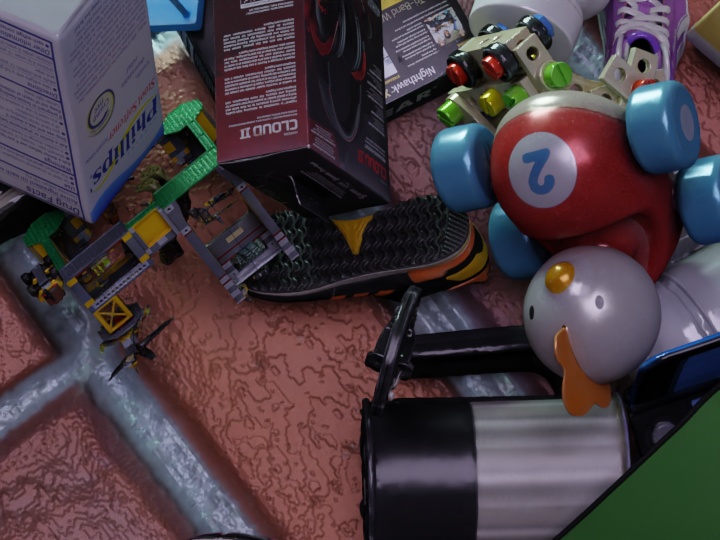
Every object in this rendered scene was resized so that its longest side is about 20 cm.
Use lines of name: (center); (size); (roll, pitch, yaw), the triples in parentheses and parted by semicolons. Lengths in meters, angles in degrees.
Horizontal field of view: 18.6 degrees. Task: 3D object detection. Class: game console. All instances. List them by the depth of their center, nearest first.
game console: (0.291, 0.094, 1.502); (0.199, 0.118, 0.172); (-19, 104, -3)

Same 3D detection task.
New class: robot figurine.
robot figurine: (0.272, 0.035, 1.612); (0.199, 0.113, 0.170); (-30, 63, -9)

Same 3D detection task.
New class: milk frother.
milk frother: (0.094, 0.108, 1.542); (0.187, 0.200, 0.182); (-2, 77, -2)

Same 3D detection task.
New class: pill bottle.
pill bottle: (0.150, -0.259, 1.676); (0.111, 0.112, 0.201); (19, 66, 3)

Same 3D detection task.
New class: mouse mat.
mouse mat: (0.243, 0.155, 1.525); (0.200, 0.161, 0.008); (-47, 40, 22)

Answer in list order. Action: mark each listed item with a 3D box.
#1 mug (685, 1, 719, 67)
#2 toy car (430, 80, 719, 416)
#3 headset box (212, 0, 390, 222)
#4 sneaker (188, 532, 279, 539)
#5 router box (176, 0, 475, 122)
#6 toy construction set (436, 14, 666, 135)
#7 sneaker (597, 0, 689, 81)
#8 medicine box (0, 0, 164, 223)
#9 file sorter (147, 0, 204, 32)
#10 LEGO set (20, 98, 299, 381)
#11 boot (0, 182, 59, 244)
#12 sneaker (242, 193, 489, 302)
mug: (0.342, -0.166, 1.646); (0.153, 0.187, 0.149); (49, 122, 2)
toy car: (0.152, -0.001, 1.505); (0.184, 0.177, 0.201); (-11, 53, 29)
headset box: (-0.041, -0.135, 1.569); (0.075, 0.149, 0.201); (-9, 72, 22)
sneaker: (-0.041, 0.244, 1.569); (0.199, 0.080, 0.087); (16, 86, 8)
router box: (-0.026, -0.181, 1.693); (0.199, 0.052, 0.158); (-27, 78, -8)
toy construction set: (0.131, -0.121, 1.599); (0.092, 0.200, 0.131); (-44, 106, -31)
sneaker: (0.218, -0.183, 1.670); (0.072, 0.114, 0.202); (5, 74, 1)
medicine box: (-0.245, -0.158, 1.536); (0.181, 0.200, 0.103); (24, 57, 18)
file sorter: (-0.225, -0.264, 1.646); (0.199, 0.123, 0.140); (-1, 72, 17)
LEGO set: (-0.139, -0.016, 1.611); (0.200, 0.154, 0.116); (-43, 121, -9)
boot: (-0.303, -0.091, 1.652); (0.203, 0.074, 0.154); (-34, 76, -9)
sneaker: (0.000, 0.000, 1.639); (0.199, 0.090, 0.070); (-8, 59, 23)
